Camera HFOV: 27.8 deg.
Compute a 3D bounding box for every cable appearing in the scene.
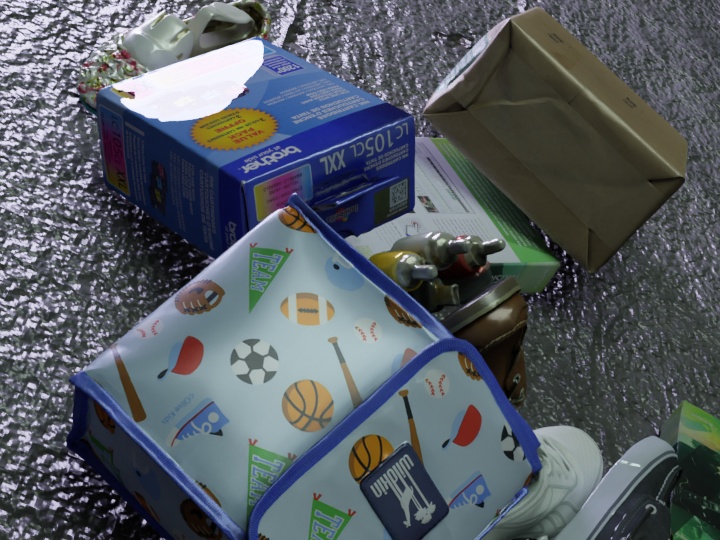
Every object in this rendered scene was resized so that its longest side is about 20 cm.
[{"bbox_3d":[0.000,0.000,0.887,0.200,0.050,0.097,0,10,42],"label":"cable"}]

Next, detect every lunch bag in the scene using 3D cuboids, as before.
[{"bbox_3d":[-0.026,0.088,0.760,0.200,0.124,0.170,44,65,12],"label":"lunch bag"}]

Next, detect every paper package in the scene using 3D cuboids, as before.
[{"bbox_3d":[0.161,-0.112,1.162,0.191,0.103,0.200,42,19,0],"label":"paper package"}]

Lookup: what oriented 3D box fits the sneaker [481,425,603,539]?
[{"bbox_3d":[0.096,0.130,0.882,0.075,0.081,0.200,45,34,22],"label":"sneaker"}]

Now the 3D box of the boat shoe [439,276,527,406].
[{"bbox_3d":[0.072,0.059,0.866,0.072,0.200,0.068,-30,80,-10],"label":"boat shoe"}]

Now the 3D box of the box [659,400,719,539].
[{"bbox_3d":[0.262,0.188,0.979,0.144,0.036,0.200,30,33,-3],"label":"box"}]

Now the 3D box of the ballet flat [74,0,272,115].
[{"bbox_3d":[-0.135,-0.169,1.093,0.076,0.064,0.200,41,35,11],"label":"ballet flat"}]

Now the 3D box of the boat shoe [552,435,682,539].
[{"bbox_3d":[0.158,0.170,0.879,0.066,0.070,0.200,31,34,21],"label":"boat shoe"}]

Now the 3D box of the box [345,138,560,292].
[{"bbox_3d":[0.037,-0.042,1.081,0.200,0.036,0.144,-2,46,-38],"label":"box"}]

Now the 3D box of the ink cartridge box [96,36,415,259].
[{"bbox_3d":[-0.058,-0.070,0.930,0.136,0.076,0.200,-26,41,-32],"label":"ink cartridge box"}]
